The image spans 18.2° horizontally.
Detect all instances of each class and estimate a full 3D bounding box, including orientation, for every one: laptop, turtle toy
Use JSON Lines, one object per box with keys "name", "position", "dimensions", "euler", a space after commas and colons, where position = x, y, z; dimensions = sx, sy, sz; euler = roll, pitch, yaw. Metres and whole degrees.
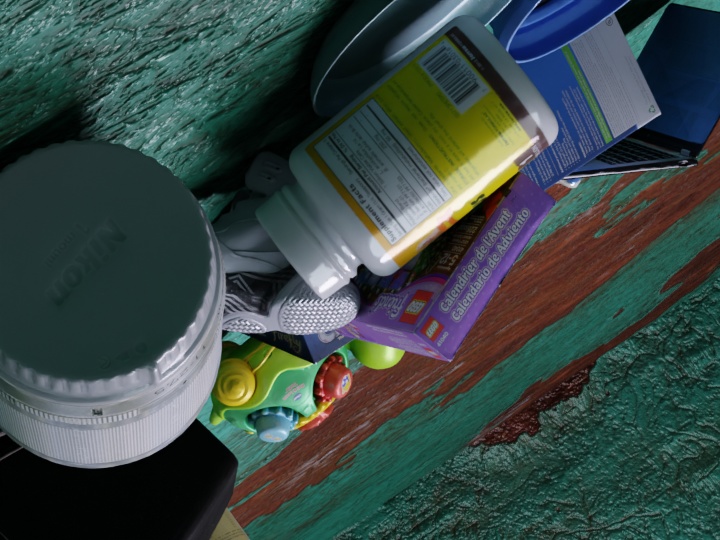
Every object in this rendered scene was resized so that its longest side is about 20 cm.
{"name": "laptop", "position": [0.220, -0.156, 1.923], "dimensions": [0.199, 0.117, 0.187], "euler": [-7, -167, -19]}
{"name": "turtle toy", "position": [-0.047, 0.077, 1.953], "dimensions": [0.200, 0.101, 0.146], "euler": [-36, -171, 0]}

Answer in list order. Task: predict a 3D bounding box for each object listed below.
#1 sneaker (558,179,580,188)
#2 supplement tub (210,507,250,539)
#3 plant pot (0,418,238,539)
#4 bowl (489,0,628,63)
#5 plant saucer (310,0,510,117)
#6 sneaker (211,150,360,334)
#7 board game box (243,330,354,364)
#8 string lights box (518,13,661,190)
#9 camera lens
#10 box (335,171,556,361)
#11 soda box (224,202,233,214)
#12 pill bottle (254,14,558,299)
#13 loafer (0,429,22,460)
{"name": "sneaker", "position": [0.111, -0.060, 2.044], "dimensions": [0.200, 0.077, 0.076], "euler": [-38, 170, 13]}
{"name": "supplement tub", "position": [-0.187, 0.246, 2.044], "dimensions": [0.144, 0.200, 0.145], "euler": [-35, 168, -9]}
{"name": "plant pot", "position": [-0.207, 0.181, 1.798], "dimensions": [0.177, 0.199, 0.200], "euler": [-46, 171, -16]}
{"name": "bowl", "position": [0.176, -0.232, 1.655], "dimensions": [0.200, 0.039, 0.201], "euler": [-35, 169, -8]}
{"name": "plant saucer", "position": [0.042, -0.176, 1.508], "dimensions": [0.200, 0.027, 0.200], "euler": [-36, 168, -9]}
{"name": "sneaker", "position": [-0.099, -0.020, 1.592], "dimensions": [0.199, 0.115, 0.075], "euler": [5, 152, -18]}
{"name": "board game box", "position": [0.000, 0.000, 1.866], "dimensions": [0.200, 0.035, 0.135], "euler": [-33, -154, -24]}
{"name": "string lights box", "position": [0.129, -0.118, 1.776], "dimensions": [0.200, 0.103, 0.059], "euler": [-33, -165, -19]}
{"name": "camera lens", "position": [-0.161, 0.023, 1.347], "dimensions": [0.160, 0.160, 0.200], "euler": [-34, 168, -14]}
{"name": "box", "position": [0.047, -0.010, 1.618], "dimensions": [0.137, 0.039, 0.200], "euler": [-56, -159, -10]}
{"name": "soda box", "position": [-0.031, -0.032, 1.741], "dimensions": [0.200, 0.071, 0.063], "euler": [-24, 159, -50]}
{"name": "pill bottle", "position": [0.028, -0.073, 1.523], "dimensions": [0.200, 0.109, 0.109], "euler": [-39, 169, 2]}
{"name": "loafer", "position": [-0.286, 0.132, 1.644], "dimensions": [0.200, 0.063, 0.072], "euler": [-39, 168, 10]}
